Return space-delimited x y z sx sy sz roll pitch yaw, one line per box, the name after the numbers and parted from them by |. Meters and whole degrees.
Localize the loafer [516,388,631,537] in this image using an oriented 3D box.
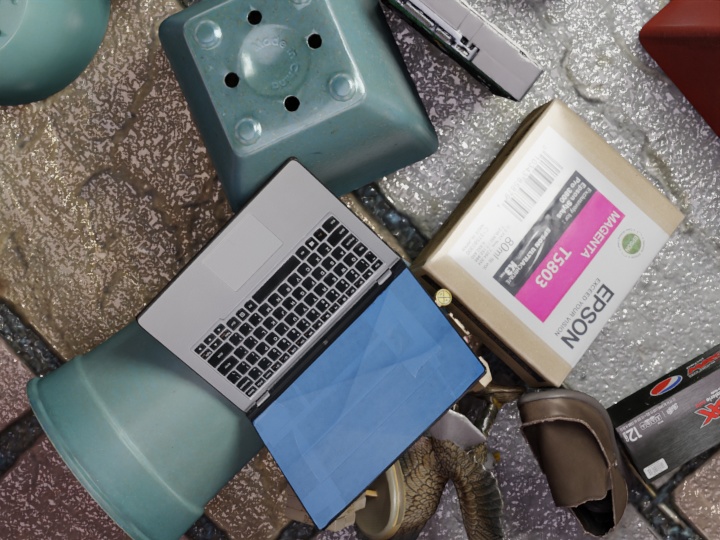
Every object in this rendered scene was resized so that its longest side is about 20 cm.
0.199 0.176 1.232 0.072 0.072 0.200 -14 137 27 | loafer

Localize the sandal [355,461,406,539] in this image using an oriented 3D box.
-0.018 0.152 1.238 0.053 0.080 0.202 -4 62 -35 | sandal

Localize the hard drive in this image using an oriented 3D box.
0.081 -0.201 1.155 0.139 0.200 0.038 38 98 -5 | hard drive

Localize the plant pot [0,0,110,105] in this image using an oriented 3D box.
-0.325 -0.240 1.168 0.198 0.161 0.204 0 99 0 | plant pot

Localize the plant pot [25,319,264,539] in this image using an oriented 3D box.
-0.157 0.114 1.220 0.196 0.200 0.201 -39 97 -3 | plant pot

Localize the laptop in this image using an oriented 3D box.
-0.042 0.057 1.073 0.187 0.116 0.200 -44 111 9 | laptop

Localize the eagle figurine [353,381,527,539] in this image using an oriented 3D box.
0.086 0.192 1.258 0.149 0.152 0.203 13 94 -23 | eagle figurine

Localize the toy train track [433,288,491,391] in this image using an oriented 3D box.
0.045 0.018 1.175 0.200 0.115 0.033 47 67 -1 | toy train track

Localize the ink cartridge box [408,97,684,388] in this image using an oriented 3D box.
0.164 -0.023 1.222 0.164 0.075 0.201 40 79 -6 | ink cartridge box

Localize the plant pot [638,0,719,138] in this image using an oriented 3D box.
0.387 -0.194 1.169 0.200 0.176 0.200 -42 97 7 | plant pot

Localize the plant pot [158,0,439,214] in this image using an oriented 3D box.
-0.059 -0.161 1.146 0.194 0.200 0.198 -24 87 3 | plant pot

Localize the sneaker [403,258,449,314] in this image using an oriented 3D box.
0.000 0.000 1.247 0.198 0.082 0.075 27 97 -4 | sneaker

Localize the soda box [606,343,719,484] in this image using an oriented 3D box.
0.329 0.115 1.271 0.199 0.071 0.064 -30 97 4 | soda box

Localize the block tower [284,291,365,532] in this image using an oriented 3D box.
-0.023 0.114 1.173 0.057 0.054 0.203 10 97 28 | block tower
